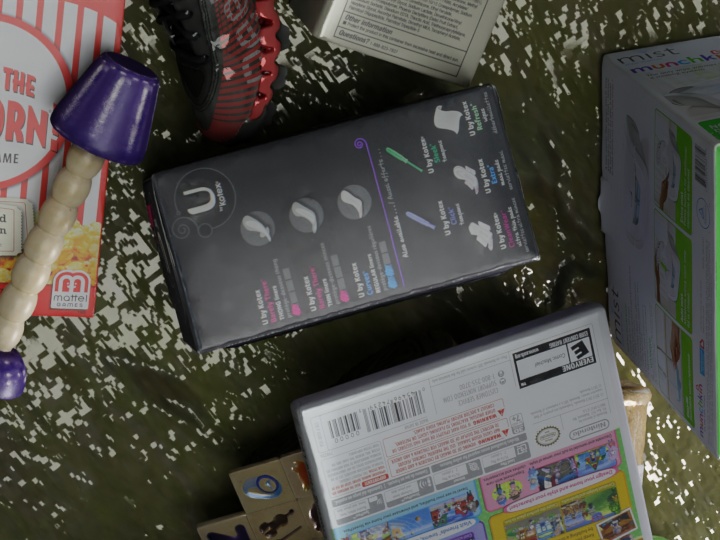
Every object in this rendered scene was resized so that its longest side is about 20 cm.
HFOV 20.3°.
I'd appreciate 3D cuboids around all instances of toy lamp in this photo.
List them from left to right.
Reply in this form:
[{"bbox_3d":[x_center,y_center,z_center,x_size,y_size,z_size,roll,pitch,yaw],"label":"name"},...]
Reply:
[{"bbox_3d":[-0.169,-0.026,1.112,0.058,0.058,0.200,22,107,-22],"label":"toy lamp"}]

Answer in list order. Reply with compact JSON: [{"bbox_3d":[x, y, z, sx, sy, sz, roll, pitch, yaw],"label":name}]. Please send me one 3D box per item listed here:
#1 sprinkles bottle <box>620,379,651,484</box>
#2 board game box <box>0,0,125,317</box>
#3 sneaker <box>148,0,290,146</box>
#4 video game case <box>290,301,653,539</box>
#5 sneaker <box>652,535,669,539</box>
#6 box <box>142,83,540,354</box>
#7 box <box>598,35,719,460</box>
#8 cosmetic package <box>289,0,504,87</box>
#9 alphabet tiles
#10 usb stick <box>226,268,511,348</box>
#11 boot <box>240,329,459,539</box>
[{"bbox_3d":[0.146,0.170,1.291,0.068,0.068,0.200,4,93,-17],"label":"sprinkles bottle"},{"bbox_3d":[-0.218,-0.075,1.133,0.151,0.046,0.200,2,111,-16],"label":"board game box"},{"bbox_3d":[-0.093,-0.162,1.107,0.098,0.071,0.201,-15,115,-34],"label":"sneaker"},{"bbox_3d":[0.072,0.133,1.210,0.200,0.022,0.182,-18,107,-14],"label":"video game case"},{"bbox_3d":[0.157,0.270,1.356,0.077,0.084,0.200,29,102,-26],"label":"sneaker"},{"bbox_3d":[-0.015,-0.030,1.149,0.200,0.122,0.106,-16,93,-9],"label":"box"},{"bbox_3d":[0.217,-0.018,1.203,0.097,0.176,0.200,-10,114,-11],"label":"box"},{"bbox_3d":[0.046,-0.217,1.132,0.105,0.071,0.200,18,106,-22],"label":"cosmetic package"},{"bbox_3d":[0.007,0.171,1.259,0.200,0.006,0.167,-17,120,7],"label":"alphabet tiles"},{"bbox_3d":[0.000,0.000,1.231,0.200,0.033,0.056,-15,113,-8],"label":"usb stick"},{"bbox_3d":[0.042,0.152,1.292,0.175,0.066,0.200,-35,116,14],"label":"boot"}]
